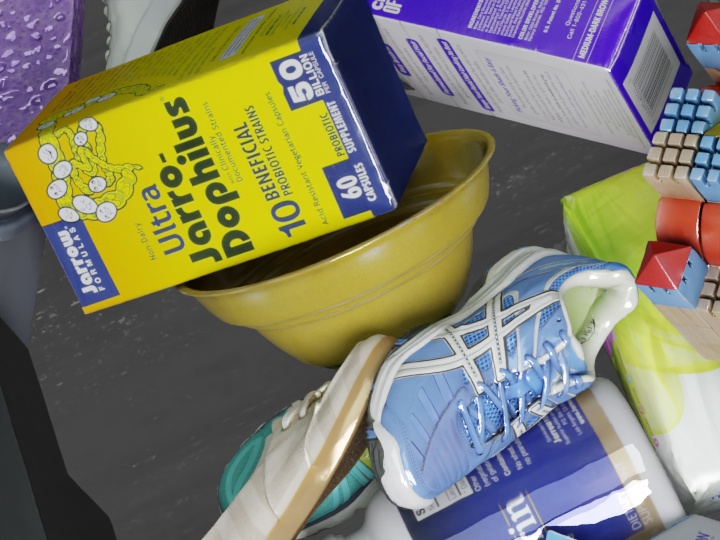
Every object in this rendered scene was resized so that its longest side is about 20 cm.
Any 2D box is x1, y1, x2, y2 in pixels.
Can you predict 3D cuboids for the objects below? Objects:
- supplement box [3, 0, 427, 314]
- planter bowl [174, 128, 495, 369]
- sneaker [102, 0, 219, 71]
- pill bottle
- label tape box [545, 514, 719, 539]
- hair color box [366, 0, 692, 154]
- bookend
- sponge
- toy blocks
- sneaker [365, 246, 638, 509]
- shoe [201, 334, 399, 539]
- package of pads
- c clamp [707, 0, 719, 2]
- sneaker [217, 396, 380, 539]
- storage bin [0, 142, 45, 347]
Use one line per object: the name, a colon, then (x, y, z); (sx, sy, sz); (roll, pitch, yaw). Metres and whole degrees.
supplement box: (-0.079, -0.070, 1.207); (0.199, 0.110, 0.109); (-19, 109, 19)
planter bowl: (0.000, 0.000, 1.225); (0.200, 0.200, 0.084); (-24, 105, 1)
sneaker: (-0.138, -0.163, 1.338); (0.084, 0.073, 0.201); (8, 64, 18)
pill bottle: (0.073, 0.151, 1.171); (0.200, 0.116, 0.116); (-28, 70, 1)
label tape box: (0.188, 0.208, 1.120); (0.199, 0.066, 0.144); (17, 120, 16)
hair color box: (0.082, -0.136, 1.243); (0.199, 0.109, 0.065); (15, 73, 28)
bookend: (-0.204, 0.129, 1.189); (0.092, 0.199, 0.200); (-22, 65, 1)
sponge: (-0.233, -0.164, 1.370); (0.111, 0.030, 0.201); (-1, 72, 9)
toy blocks: (0.198, -0.045, 1.116); (0.100, 0.137, 0.201); (8, 71, 35)
sneaker: (0.075, 0.050, 1.135); (0.077, 0.076, 0.200); (-3, 36, 45)
shoe: (-0.043, 0.115, 1.162); (0.053, 0.070, 0.200); (33, 99, 9)
package of pads: (0.213, 0.024, 1.214); (0.154, 0.068, 0.201); (-23, 69, 1)
c clamp: (0.277, -0.219, 1.304); (0.170, 0.027, 0.201); (-20, 70, 3)
sneaker: (0.001, 0.083, 1.224); (0.200, 0.080, 0.078); (-33, 70, -1)
storage bin: (-0.279, -0.009, 1.277); (0.199, 0.146, 0.135); (13, 111, 13)
